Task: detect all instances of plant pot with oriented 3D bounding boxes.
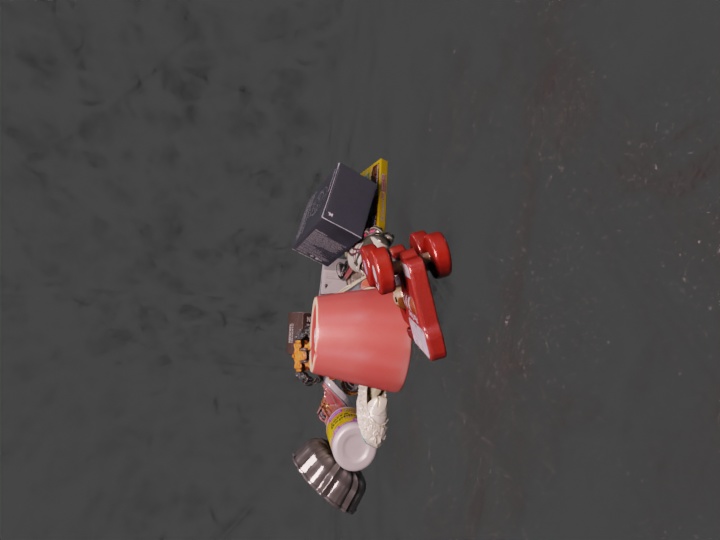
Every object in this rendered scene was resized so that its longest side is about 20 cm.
[{"bbox_3d":[-0.007,0.128,1.012,0.200,0.172,0.207,-176,90,-80],"label":"plant pot"}]

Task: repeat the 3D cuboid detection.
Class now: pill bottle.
[{"bbox_3d":[-0.027,0.385,1.232,0.200,0.101,0.108,178,96,-80],"label":"pill bottle"}]

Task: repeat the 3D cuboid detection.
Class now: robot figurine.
[{"bbox_3d":[-0.091,0.208,1.289,0.196,0.057,0.150,-10,78,39],"label":"robot figurine"}]

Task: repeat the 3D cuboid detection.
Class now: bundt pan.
[{"bbox_3d":[-0.066,0.475,1.248,0.076,0.201,0.202,-50,8,-5],"label":"bundt pan"}]

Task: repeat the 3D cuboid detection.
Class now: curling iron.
[{"bbox_3d":[-0.002,-0.050,1.282,0.201,0.025,0.050,-51,61,31],"label":"curling iron"}]

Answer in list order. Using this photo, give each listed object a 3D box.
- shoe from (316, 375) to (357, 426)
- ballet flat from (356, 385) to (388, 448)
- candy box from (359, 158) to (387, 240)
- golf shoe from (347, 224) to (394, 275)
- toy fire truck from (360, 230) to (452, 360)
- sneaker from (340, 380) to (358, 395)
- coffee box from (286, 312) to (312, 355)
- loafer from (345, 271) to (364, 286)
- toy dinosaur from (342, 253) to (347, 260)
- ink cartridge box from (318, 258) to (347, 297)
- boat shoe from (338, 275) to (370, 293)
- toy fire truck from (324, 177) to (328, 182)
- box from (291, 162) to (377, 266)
[{"bbox_3d":[-0.075,0.350,1.361,0.071,0.091,0.202,42,166,36],"label":"shoe"},{"bbox_3d":[0.028,0.256,1.081,0.073,0.070,0.204,106,164,-50],"label":"ballet flat"},{"bbox_3d":[0.024,-0.156,1.253,0.102,0.026,0.206,-27,54,53],"label":"candy box"},{"bbox_3d":[0.007,-0.027,1.180,0.200,0.076,0.090,132,159,-65],"label":"golf shoe"},{"bbox_3d":[0.076,0.036,0.802,0.200,0.109,0.173,-146,42,-80],"label":"toy fire truck"},{"bbox_3d":[-0.021,0.218,1.379,0.078,0.076,0.205,117,146,-63],"label":"sneaker"},{"bbox_3d":[-0.100,0.178,1.447,0.079,0.196,0.117,-5,79,51],"label":"coffee box"},{"bbox_3d":[0.000,0.000,1.352,0.202,0.070,0.064,-96,20,-58],"label":"loafer"},{"bbox_3d":[-0.041,-0.031,1.673,0.088,0.046,0.206,67,-156,-79],"label":"toy dinosaur"},{"bbox_3d":[-0.066,0.068,1.566,0.069,0.112,0.204,-97,14,-55],"label":"ink cartridge box"},{"bbox_3d":[-0.021,0.065,1.251,0.198,0.071,0.064,-31,37,39],"label":"boat shoe"},{"bbox_3d":[-0.046,-0.148,1.463,0.049,0.137,0.205,-107,23,-65],"label":"toy fire truck"},{"bbox_3d":[-0.063,-0.125,1.226,0.199,0.105,0.152,-35,34,58],"label":"box"}]
